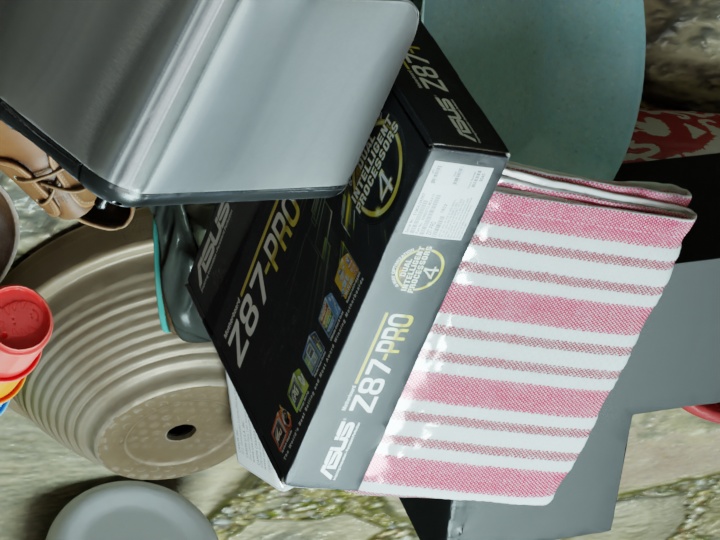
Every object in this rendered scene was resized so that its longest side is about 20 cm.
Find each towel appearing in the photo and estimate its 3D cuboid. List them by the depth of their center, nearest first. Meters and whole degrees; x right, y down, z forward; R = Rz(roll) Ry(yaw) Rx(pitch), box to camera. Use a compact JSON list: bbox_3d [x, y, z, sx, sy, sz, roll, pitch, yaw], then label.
[{"bbox_3d":[0.066,0.033,1.486,0.146,0.030,0.200,9,122,-26],"label":"towel"}]

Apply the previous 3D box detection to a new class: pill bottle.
[{"bbox_3d":[-0.158,0.233,1.949,0.116,0.116,0.200,-7,147,-17],"label":"pill bottle"}]

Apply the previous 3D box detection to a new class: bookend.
[{"bbox_3d":[0.130,0.049,1.601,0.200,0.092,0.199,-7,128,-17],"label":"bookend"}]

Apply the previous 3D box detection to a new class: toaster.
[{"bbox_3d":[-0.101,-0.118,1.313,0.200,0.181,0.119,-5,128,-56],"label":"toaster"}]

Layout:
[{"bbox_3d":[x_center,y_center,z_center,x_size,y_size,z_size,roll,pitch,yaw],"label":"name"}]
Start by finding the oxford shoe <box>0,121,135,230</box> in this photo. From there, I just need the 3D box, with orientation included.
[{"bbox_3d":[-0.154,-0.066,1.496,0.071,0.071,0.200,-16,163,17],"label":"oxford shoe"}]

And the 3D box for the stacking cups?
[{"bbox_3d":[-0.209,0.055,1.655,0.060,0.061,0.200,-1,161,-25],"label":"stacking cups"}]

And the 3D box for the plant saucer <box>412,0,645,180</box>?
[{"bbox_3d":[0.075,-0.116,1.504,0.039,0.201,0.201,3,163,37],"label":"plant saucer"}]

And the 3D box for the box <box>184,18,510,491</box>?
[{"bbox_3d":[-0.011,-0.022,1.425,0.049,0.161,0.200,6,125,-27],"label":"box"}]

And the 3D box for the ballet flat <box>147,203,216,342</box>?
[{"bbox_3d":[-0.082,-0.045,1.530,0.068,0.068,0.200,0,136,13],"label":"ballet flat"}]

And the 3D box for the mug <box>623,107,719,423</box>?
[{"bbox_3d":[0.202,-0.011,1.713,0.200,0.178,0.133,6,162,-27],"label":"mug"}]

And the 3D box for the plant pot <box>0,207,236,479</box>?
[{"bbox_3d":[-0.112,0.055,1.726,0.200,0.093,0.201,-14,148,-9],"label":"plant pot"}]

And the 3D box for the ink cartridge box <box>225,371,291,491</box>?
[{"bbox_3d":[0.000,0.000,1.676,0.176,0.045,0.200,-29,131,-31],"label":"ink cartridge box"}]

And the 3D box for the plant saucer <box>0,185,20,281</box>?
[{"bbox_3d":[-0.281,-0.017,1.587,0.200,0.035,0.200,-13,149,-8],"label":"plant saucer"}]
